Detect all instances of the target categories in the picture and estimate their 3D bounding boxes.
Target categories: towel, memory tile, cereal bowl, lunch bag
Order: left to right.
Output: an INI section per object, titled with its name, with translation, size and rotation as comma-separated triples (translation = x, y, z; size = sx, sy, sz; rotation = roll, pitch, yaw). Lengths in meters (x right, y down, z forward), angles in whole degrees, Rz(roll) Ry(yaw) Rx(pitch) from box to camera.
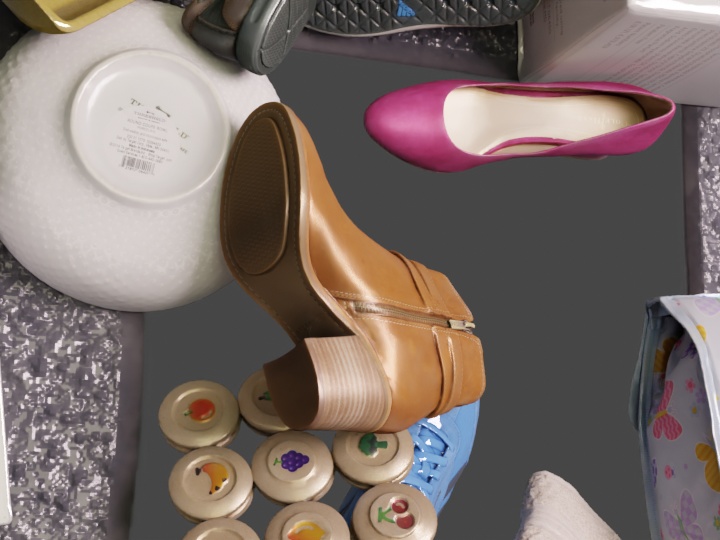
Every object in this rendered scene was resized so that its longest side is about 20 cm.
[cereal bowl]
translation = -0.133, -0.078, 0.787
size = 0.200, 0.083, 0.200
rotation = 4, 78, -18
[memory tile]
translation = -0.035, 0.135, 0.750
size = 0.153, 0.017, 0.200
rotation = -10, 51, -9
[towel]
translation = 0.168, 0.228, 0.809
size = 0.034, 0.133, 0.200
rotation = -40, 95, 21
[lunch bag]
translation = 0.280, 0.114, 0.860
size = 0.169, 0.127, 0.200
rotation = 1, 70, -17

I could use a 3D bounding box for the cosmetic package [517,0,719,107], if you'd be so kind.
[cosmetic package]
translation = 0.230, -0.218, 0.888
size = 0.200, 0.166, 0.168
rotation = 4, 79, -17

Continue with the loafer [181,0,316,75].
[loafer]
translation = -0.039, -0.213, 0.791
size = 0.063, 0.072, 0.200
rotation = 24, 69, 15

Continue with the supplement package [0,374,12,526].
[supplement package]
translation = -0.262, 0.044, 0.658
size = 0.147, 0.200, 0.192
rotation = -3, 80, -18

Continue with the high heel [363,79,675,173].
[high heel]
translation = 0.107, -0.103, 0.862
size = 0.200, 0.096, 0.067
rotation = 7, 78, -17

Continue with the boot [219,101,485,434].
[boot]
translation = 0.000, 0.000, 0.777
size = 0.155, 0.074, 0.200
rotation = -1, 78, -46

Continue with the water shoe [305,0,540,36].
[water shoe]
translation = 0.025, -0.203, 0.878
size = 0.200, 0.079, 0.072
rotation = 5, 122, 0

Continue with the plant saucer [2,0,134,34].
[plant saucer]
translation = -0.196, -0.236, 0.781
size = 0.200, 0.048, 0.200
rotation = 49, 38, -4

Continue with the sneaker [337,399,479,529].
[sneaker]
translation = 0.030, 0.137, 0.802
size = 0.066, 0.078, 0.200
rotation = 33, 70, -8
